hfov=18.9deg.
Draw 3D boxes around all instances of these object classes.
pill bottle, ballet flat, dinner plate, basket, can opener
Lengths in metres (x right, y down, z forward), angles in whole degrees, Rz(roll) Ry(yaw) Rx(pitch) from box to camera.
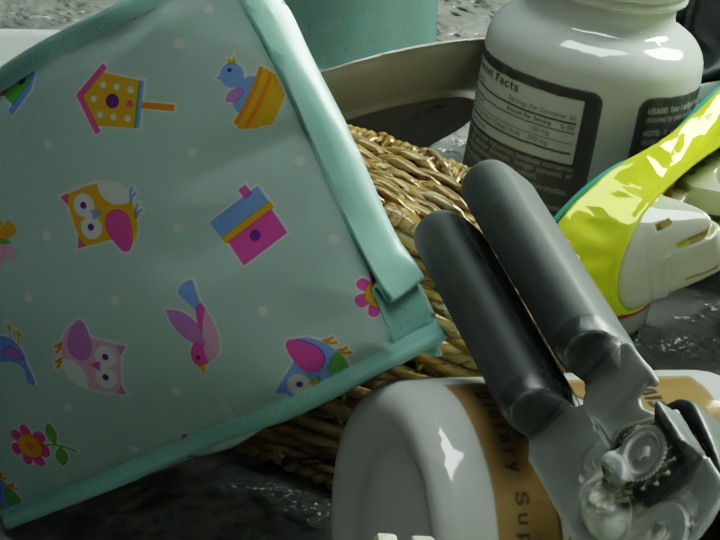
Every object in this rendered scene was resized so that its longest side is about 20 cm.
[{"bbox_3d":[0.099,0.094,0.801,0.199,0.115,0.114,-1,25,-22],"label":"pill bottle"},{"bbox_3d":[0.154,-0.030,1.017,0.067,0.067,0.200,23,49,36],"label":"ballet flat"},{"bbox_3d":[0.110,-0.074,1.089,0.110,0.201,0.111,8,22,-3],"label":"pill bottle"},{"bbox_3d":[-0.001,-0.078,1.165,0.199,0.024,0.200,-18,-9,-3],"label":"dinner plate"},{"bbox_3d":[0.000,0.000,0.951,0.199,0.143,0.149,18,25,20],"label":"basket"},{"bbox_3d":[0.079,0.040,0.739,0.067,0.053,0.200,33,19,-34],"label":"can opener"}]

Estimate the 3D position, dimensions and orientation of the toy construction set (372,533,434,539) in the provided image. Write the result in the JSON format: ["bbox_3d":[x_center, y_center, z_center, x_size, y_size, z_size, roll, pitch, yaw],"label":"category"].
[{"bbox_3d":[0.063,0.146,0.662,0.199,0.092,0.131,22,-9,-21],"label":"toy construction set"}]

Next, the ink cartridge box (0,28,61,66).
[{"bbox_3d":[-0.160,-0.071,1.020,0.199,0.047,0.197,-3,-7,-26],"label":"ink cartridge box"}]

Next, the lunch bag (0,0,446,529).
[{"bbox_3d":[-0.073,-0.015,0.825,0.200,0.171,0.122,-24,1,36],"label":"lunch bag"}]

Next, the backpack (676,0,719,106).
[{"bbox_3d":[0.177,-0.089,1.236,0.166,0.127,0.200,-13,15,11],"label":"backpack"}]

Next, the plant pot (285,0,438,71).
[{"bbox_3d":[-0.031,-0.195,1.333,0.199,0.197,0.200,8,22,-3],"label":"plant pot"}]
